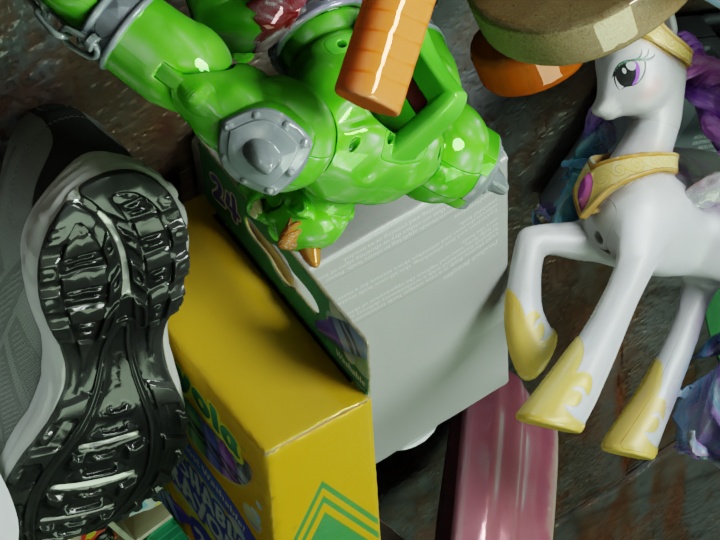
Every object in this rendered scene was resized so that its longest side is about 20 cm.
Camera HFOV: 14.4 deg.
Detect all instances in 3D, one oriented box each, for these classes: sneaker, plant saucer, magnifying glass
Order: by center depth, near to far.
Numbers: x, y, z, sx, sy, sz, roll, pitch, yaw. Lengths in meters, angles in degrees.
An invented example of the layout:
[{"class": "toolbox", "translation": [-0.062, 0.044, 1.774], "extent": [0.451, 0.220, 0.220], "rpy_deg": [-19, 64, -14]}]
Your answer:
[{"class": "magnifying glass", "translation": [0.033, -0.149, 0.953], "extent": [0.080, 0.022, 0.200], "rpy_deg": [26, 80, -44]}, {"class": "sneaker", "translation": [-0.109, 0.024, 1.087], "extent": [0.074, 0.079, 0.200], "rpy_deg": [-10, 132, -25]}, {"class": "plant saucer", "translation": [0.063, 0.142, 1.398], "extent": [0.051, 0.201, 0.201], "rpy_deg": [6, 146, 0]}]

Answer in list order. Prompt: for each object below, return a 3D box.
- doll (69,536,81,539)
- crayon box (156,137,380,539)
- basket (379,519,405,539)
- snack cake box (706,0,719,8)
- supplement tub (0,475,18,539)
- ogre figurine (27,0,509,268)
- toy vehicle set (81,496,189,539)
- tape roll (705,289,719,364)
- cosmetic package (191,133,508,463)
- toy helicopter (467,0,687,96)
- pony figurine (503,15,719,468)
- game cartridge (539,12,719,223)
[{"class": "doll", "translation": [-0.184, 0.106, 1.167], "extent": [0.136, 0.048, 0.200], "rpy_deg": [10, 126, -18]}, {"class": "crayon box", "translation": [-0.046, 0.060, 1.145], "extent": [0.052, 0.126, 0.200], "rpy_deg": [-27, 145, -19]}, {"class": "basket", "translation": [-0.035, 0.213, 1.394], "extent": [0.136, 0.180, 0.200], "rpy_deg": [-12, 147, -20]}, {"class": "snack cake box", "translation": [0.224, -0.105, 1.173], "extent": [0.115, 0.200, 0.067], "rpy_deg": [12, 110, -57]}, {"class": "supplement tub", "translation": [-0.237, 0.126, 1.048], "extent": [0.200, 0.145, 0.145], "rpy_deg": [-44, 153, 12]}, {"class": "ogre figurine", "translation": [-0.022, -0.072, 1.022], "extent": [0.098, 0.120, 0.200], "rpy_deg": [-42, 153, 9]}, {"class": "toy vehicle set", "translation": [-0.102, 0.092, 1.292], "extent": [0.124, 0.027, 0.200], "rpy_deg": [-37, 154, -1]}, {"class": "tape roll", "translation": [0.261, 0.009, 1.331], "extent": [0.200, 0.200, 0.048], "rpy_deg": [-36, 155, -2]}, {"class": "cosmetic package", "translation": [0.000, 0.000, 1.207], "extent": [0.107, 0.090, 0.200], "rpy_deg": [-30, 155, -15]}, {"class": "toy helicopter", "translation": [0.126, -0.145, 1.100], "extent": [0.200, 0.132, 0.079], "rpy_deg": [-44, 125, -27]}, {"class": "pony figurine", "translation": [0.152, -0.016, 1.209], "extent": [0.193, 0.200, 0.167], "rpy_deg": [15, 172, -24]}, {"class": "game cartridge", "translation": [0.178, -0.069, 1.368], "extent": [0.200, 0.040, 0.133], "rpy_deg": [-9, 139, -43]}]
